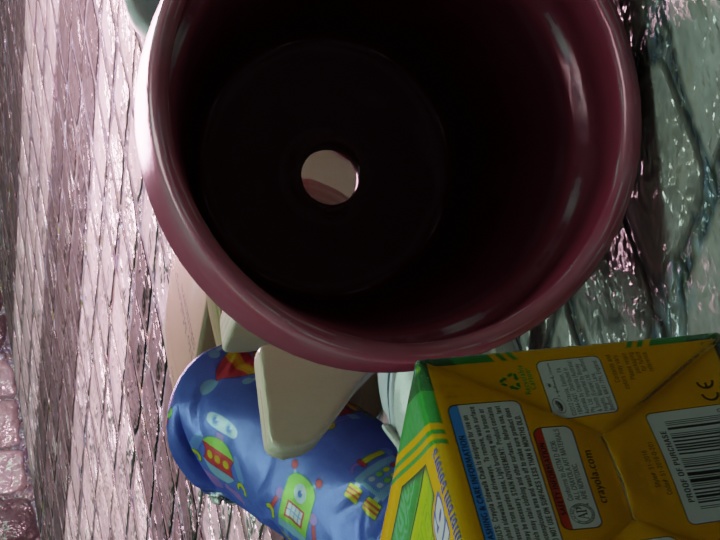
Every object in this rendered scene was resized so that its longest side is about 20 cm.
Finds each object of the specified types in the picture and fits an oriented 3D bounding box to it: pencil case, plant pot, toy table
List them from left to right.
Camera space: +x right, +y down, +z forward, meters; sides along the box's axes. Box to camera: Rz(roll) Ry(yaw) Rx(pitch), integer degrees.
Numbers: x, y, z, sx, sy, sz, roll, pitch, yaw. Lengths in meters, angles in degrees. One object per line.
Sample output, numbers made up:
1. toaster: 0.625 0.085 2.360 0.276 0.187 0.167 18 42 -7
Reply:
1. pencil case: -0.023 0.109 1.242 0.199 0.078 0.088 28 108 45
2. plant pot: -0.002 -0.055 1.002 0.179 0.198 0.202 153 111 -77
3. toy table: 0.000 0.000 1.183 0.184 0.116 0.201 107 156 -55

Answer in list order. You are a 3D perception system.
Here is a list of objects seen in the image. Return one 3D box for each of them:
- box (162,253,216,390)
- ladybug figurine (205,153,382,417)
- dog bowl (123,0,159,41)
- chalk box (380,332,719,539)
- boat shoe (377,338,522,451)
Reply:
1. box: -0.079 0.017 1.585 0.201 0.077 0.096 105 156 -53
2. ladybug figurine: -0.027 0.006 1.333 0.135 0.072 0.202 15 117 44
3. dog bowl: -0.032 -0.188 1.155 0.200 0.078 0.202 -34 46 43
4. chalk box: 0.076 0.138 0.900 0.201 0.123 0.125 100 160 -45
5. boat shoe: 0.053 0.104 1.087 0.086 0.074 0.204 -138 43 -71
